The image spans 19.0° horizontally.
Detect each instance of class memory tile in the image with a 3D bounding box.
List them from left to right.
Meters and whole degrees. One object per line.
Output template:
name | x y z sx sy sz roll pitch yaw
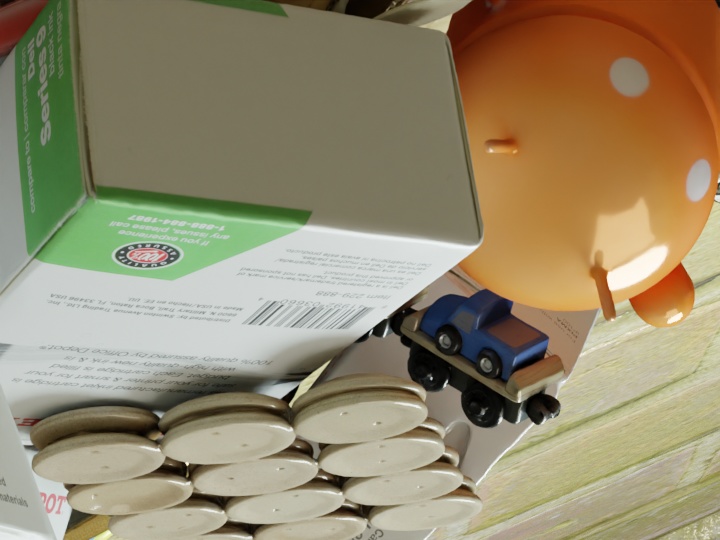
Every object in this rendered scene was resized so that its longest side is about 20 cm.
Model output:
memory tile | -0.036 0.081 0.854 0.152 0.017 0.200 -10 159 7

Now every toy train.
toy train | 0.000 0.000 0.853 0.034 0.199 0.046 -21 135 -49

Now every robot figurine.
robot figurine | 0.083 -0.059 0.817 0.116 0.200 0.145 12 120 5

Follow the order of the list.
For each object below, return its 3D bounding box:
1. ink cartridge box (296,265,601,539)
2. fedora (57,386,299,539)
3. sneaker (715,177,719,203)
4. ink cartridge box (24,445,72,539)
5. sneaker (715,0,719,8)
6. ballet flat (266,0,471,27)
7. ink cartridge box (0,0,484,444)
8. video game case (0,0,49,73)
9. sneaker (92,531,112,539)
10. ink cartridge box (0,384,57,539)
ink cartridge box | 0.045 0.036 1.024 0.147 0.083 0.200 -50 180 24
fedora | -0.121 0.068 1.035 0.200 0.082 0.201 -31 -174 4
sneaker | 0.203 -0.060 1.072 0.199 0.089 0.074 -20 156 -48
ink cartridge box | -0.229 0.146 0.899 0.143 0.202 0.145 15 175 18
sneaker | 0.180 -0.119 0.940 0.108 0.070 0.200 -24 158 -18
ballet flat | 0.046 -0.131 0.728 0.199 0.063 0.068 -34 159 29
ink cartridge box | -0.073 -0.011 0.753 0.145 0.085 0.200 6 153 -31
video game case | -0.163 -0.041 0.772 0.198 0.018 0.143 -22 165 3
sneaker | -0.148 0.110 1.218 0.199 0.076 0.105 -21 153 -36
ink cartridge box | -0.191 0.012 0.600 0.144 0.201 0.087 -26 160 10
